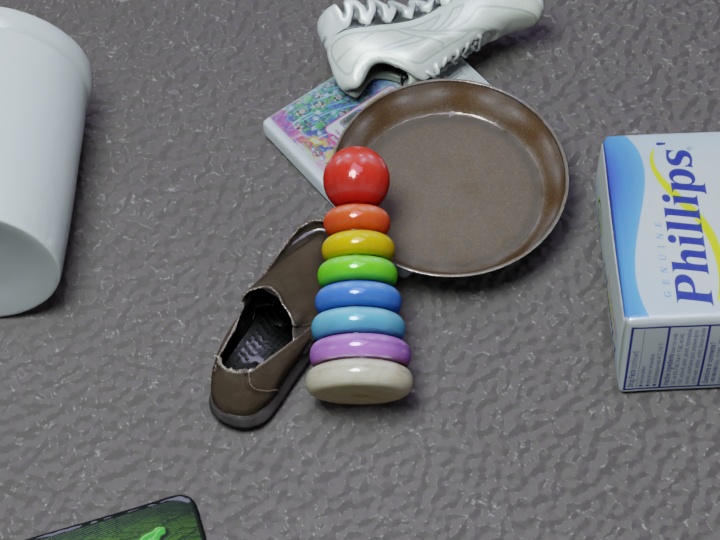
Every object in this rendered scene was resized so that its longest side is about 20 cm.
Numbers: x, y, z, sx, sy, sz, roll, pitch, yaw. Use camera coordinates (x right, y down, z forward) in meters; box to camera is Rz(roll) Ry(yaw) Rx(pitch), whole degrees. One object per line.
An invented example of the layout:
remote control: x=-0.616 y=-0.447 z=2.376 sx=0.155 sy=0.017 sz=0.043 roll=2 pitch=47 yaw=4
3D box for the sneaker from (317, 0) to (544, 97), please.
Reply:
sneaker: x=0.065 y=-0.199 z=1.739 sx=0.198 sy=0.075 sz=0.082 roll=-11 pitch=69 yaw=-3

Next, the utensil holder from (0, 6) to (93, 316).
utensil holder: x=-0.312 y=-0.086 z=1.642 sx=0.168 sy=0.171 sz=0.202 roll=0 pitch=58 yaw=2

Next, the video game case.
video game case: x=0.045 y=-0.108 z=1.727 sx=0.181 sy=0.024 sz=0.200 roll=-34 pitch=61 yaw=-19

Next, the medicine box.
medicine box: x=0.295 y=-0.010 z=1.599 sx=0.198 sy=0.103 sz=0.184 roll=-2 pitch=55 yaw=0

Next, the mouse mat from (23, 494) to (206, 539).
mouse mat: x=-0.201 y=0.259 z=1.492 sx=0.198 sy=0.008 sz=0.162 roll=-15 pitch=56 yaw=-9

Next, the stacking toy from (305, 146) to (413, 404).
stacking toy: x=0.000 y=0.000 z=1.581 sx=0.084 sy=0.085 sz=0.202 roll=0 pitch=74 yaw=2

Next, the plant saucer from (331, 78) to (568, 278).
plant saucer: x=0.074 y=-0.072 z=1.668 sx=0.198 sy=0.032 sz=0.202 roll=-1 pitch=57 yaw=1

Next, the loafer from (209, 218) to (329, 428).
loafer: x=-0.057 y=0.032 z=1.603 sx=0.072 sy=0.071 sz=0.201 roll=18 pitch=58 yaw=14
